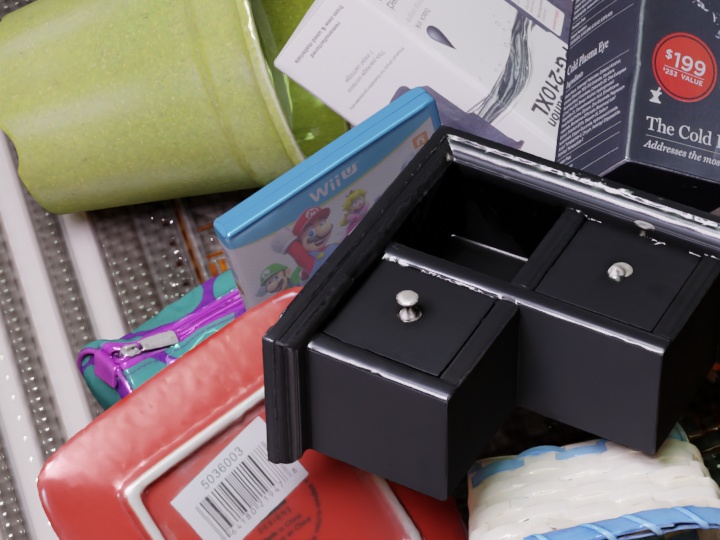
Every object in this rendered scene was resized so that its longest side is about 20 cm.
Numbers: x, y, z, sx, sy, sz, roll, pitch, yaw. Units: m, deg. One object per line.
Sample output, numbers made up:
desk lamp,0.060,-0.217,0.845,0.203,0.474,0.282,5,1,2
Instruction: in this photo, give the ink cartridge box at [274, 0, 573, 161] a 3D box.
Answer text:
ink cartridge box,0.068,-0.123,1.566,0.200,0.084,0.145,37,41,-7

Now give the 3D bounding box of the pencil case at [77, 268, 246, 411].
pencil case,-0.065,0.032,1.561,0.200,0.092,0.085,-33,58,-13

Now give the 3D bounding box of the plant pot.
plant pot,-0.125,-0.120,1.627,0.184,0.200,0.201,-15,55,13

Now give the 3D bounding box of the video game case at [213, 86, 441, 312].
video game case,0.000,0.000,1.504,0.143,0.200,0.018,-34,52,-13

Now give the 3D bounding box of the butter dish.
butter dish,-0.073,0.135,1.471,0.200,0.148,0.200,-36,103,-19

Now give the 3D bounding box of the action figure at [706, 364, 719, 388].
action figure,0.168,0.053,1.505,0.193,0.105,0.200,3,35,17

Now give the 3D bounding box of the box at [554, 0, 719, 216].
box,0.224,-0.111,1.483,0.200,0.104,0.182,13,72,-18

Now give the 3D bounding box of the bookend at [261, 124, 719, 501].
bookend,0.082,0.040,1.373,0.198,0.092,0.200,20,46,22

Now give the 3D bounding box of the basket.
basket,0.138,0.186,1.389,0.176,0.139,0.200,-10,39,5
